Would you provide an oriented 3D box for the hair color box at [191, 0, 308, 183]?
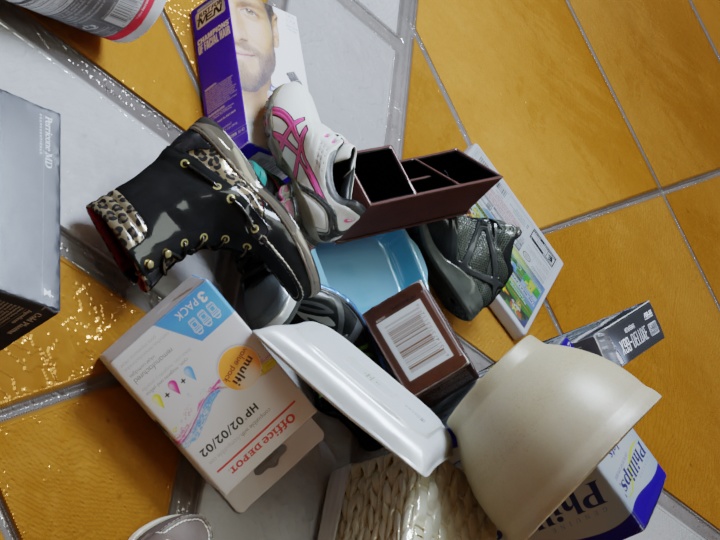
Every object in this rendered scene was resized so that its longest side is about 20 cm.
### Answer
[{"bbox_3d":[-0.112,-0.194,1.727,0.109,0.065,0.200,17,52,-44],"label":"hair color box"}]

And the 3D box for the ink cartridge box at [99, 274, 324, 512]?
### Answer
[{"bbox_3d":[-0.123,0.116,1.442,0.115,0.068,0.200,-42,105,-11],"label":"ink cartridge box"}]

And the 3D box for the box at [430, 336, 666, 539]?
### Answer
[{"bbox_3d":[0.189,0.205,1.719,0.200,0.184,0.105,53,34,-11],"label":"box"}]

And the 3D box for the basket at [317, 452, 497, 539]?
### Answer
[{"bbox_3d":[0.043,0.280,1.536,0.136,0.123,0.200,40,39,-28],"label":"basket"}]

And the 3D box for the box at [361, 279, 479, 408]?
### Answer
[{"bbox_3d":[0.066,0.080,1.664,0.100,0.075,0.200,60,1,9],"label":"box"}]

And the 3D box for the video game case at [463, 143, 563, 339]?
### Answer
[{"bbox_3d":[0.167,-0.038,2.006,0.200,0.022,0.182,53,35,-12],"label":"video game case"}]

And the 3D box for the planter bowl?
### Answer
[{"bbox_3d":[0.169,0.147,1.535,0.135,0.200,0.200,44,33,10],"label":"planter bowl"}]

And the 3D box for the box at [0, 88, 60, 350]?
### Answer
[{"bbox_3d":[-0.344,-0.057,1.300,0.182,0.104,0.200,24,49,-40],"label":"box"}]

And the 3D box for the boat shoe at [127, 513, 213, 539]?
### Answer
[{"bbox_3d":[-0.174,0.258,1.332,0.072,0.060,0.200,58,35,-4],"label":"boat shoe"}]

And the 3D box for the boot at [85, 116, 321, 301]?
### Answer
[{"bbox_3d":[-0.145,-0.027,1.499,0.151,0.073,0.200,-35,90,-22],"label":"boot"}]

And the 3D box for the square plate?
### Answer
[{"bbox_3d":[0.003,0.108,1.484,0.198,0.028,0.200,39,6,8],"label":"square plate"}]

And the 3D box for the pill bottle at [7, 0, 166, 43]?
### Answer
[{"bbox_3d":[-0.288,-0.296,1.534,0.200,0.111,0.111,17,54,-45],"label":"pill bottle"}]

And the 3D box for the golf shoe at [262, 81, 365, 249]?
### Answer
[{"bbox_3d":[-0.041,-0.112,1.617,0.073,0.092,0.200,38,33,-51],"label":"golf shoe"}]

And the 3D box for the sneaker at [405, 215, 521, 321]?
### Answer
[{"bbox_3d":[0.108,-0.052,1.859,0.114,0.076,0.199,-38,101,-20],"label":"sneaker"}]

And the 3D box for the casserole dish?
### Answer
[{"bbox_3d":[0.000,0.000,1.753,0.200,0.039,0.121,-7,72,-52],"label":"casserole dish"}]

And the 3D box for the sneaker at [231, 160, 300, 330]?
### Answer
[{"bbox_3d":[-0.113,-0.035,1.592,0.121,0.084,0.200,40,33,-34],"label":"sneaker"}]

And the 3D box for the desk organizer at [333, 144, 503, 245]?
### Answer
[{"bbox_3d":[0.051,-0.093,1.741,0.200,0.077,0.072,-14,70,-39],"label":"desk organizer"}]

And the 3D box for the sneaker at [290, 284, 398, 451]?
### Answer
[{"bbox_3d":[-0.020,0.096,1.630,0.200,0.071,0.083,57,29,-11],"label":"sneaker"}]

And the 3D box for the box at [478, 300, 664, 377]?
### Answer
[{"bbox_3d":[0.221,0.105,1.818,0.158,0.200,0.050,-22,88,-55],"label":"box"}]
